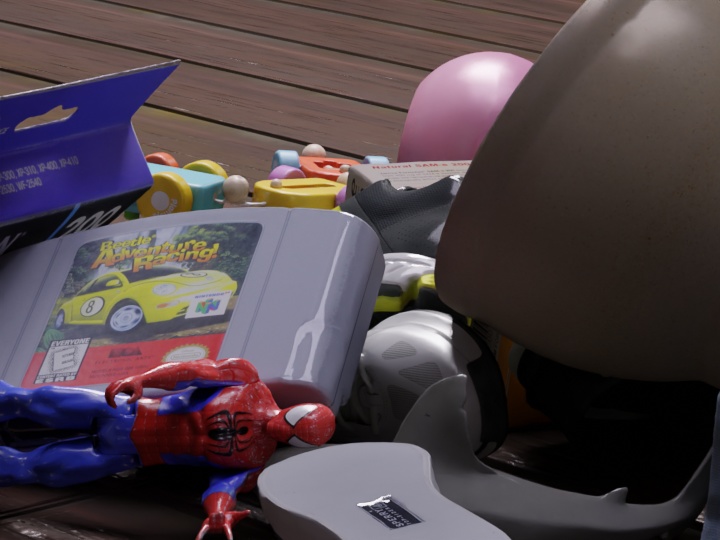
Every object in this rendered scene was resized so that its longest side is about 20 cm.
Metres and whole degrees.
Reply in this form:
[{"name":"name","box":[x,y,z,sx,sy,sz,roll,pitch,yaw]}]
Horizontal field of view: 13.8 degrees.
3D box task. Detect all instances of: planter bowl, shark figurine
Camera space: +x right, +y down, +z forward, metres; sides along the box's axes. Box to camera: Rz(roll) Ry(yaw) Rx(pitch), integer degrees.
[{"name":"planter bowl","box":[0.146,-0.030,1.321,0.135,0.200,0.200,36,25,19]},{"name":"shark figurine","box":[0.058,0.084,1.247,0.214,0.090,0.128,2,14,-1]}]

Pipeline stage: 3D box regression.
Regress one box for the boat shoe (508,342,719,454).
[{"name":"boat shoe","box":[0.167,0.057,1.445,0.201,0.074,0.063,2,38,-35]}]

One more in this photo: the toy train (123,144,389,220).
[{"name":"toy train","box":[-0.069,-0.037,1.712,0.200,0.056,0.150,2,12,-20]}]

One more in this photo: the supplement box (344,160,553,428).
[{"name":"supplement box","box":[0.085,0.009,1.552,0.126,0.074,0.200,-2,23,-25]}]

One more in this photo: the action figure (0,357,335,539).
[{"name":"action figure","box":[-0.112,0.073,1.239,0.200,0.065,0.099,-4,8,6]}]

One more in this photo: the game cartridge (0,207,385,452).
[{"name":"game cartridge","box":[-0.093,0.027,1.353,0.200,0.041,0.133,-7,34,19]}]

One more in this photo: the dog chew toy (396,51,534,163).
[{"name":"dog chew toy","box":[0.126,-0.061,1.823,0.200,0.125,0.125,14,14,8]}]

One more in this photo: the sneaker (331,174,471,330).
[{"name":"sneaker","box":[0.000,0.000,1.497,0.200,0.085,0.074,-2,-40,50]}]

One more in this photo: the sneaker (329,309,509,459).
[{"name":"sneaker","box":[-0.029,0.064,1.375,0.115,0.076,0.200,-17,15,-36]}]

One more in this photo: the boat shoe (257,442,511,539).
[{"name":"boat shoe","box":[0.014,0.116,1.135,0.072,0.066,0.200,-13,15,-19]}]

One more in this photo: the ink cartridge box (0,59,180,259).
[{"name":"ink cartridge box","box":[-0.188,-0.017,1.436,0.043,0.200,0.198,53,28,9]}]

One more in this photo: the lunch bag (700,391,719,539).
[{"name":"lunch bag","box":[0.241,0.094,1.172,0.169,0.127,0.200,13,9,28]}]
